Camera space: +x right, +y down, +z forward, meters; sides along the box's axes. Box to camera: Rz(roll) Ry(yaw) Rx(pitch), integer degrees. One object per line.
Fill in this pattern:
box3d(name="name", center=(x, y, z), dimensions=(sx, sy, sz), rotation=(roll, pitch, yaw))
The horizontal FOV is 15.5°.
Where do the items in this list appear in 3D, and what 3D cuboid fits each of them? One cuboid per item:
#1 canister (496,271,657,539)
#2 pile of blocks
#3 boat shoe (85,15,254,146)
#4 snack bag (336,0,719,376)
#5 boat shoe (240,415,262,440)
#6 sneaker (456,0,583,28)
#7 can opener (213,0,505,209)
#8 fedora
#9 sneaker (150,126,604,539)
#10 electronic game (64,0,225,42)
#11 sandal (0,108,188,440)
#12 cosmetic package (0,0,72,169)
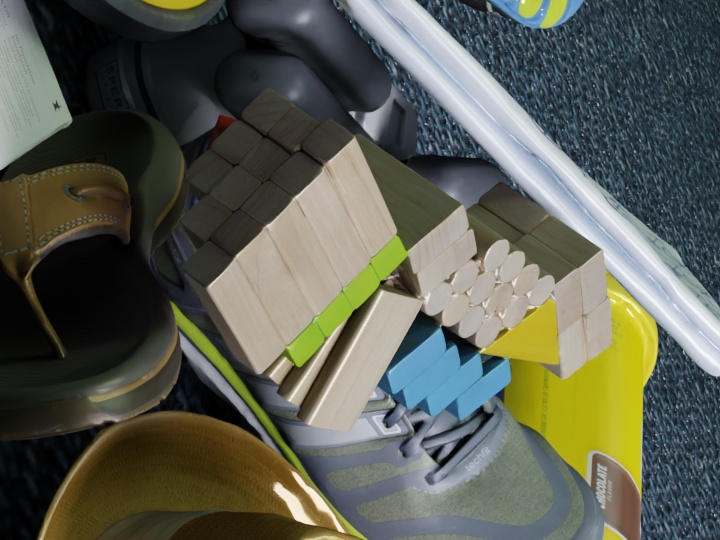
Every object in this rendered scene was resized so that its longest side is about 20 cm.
box3d(name="canister", center=(0.051, 0.102, 0.984), dimensions=(0.087, 0.149, 0.200), rotation=(20, 38, -9))
box3d(name="pile of blocks", center=(0.000, 0.000, 0.788), dimensions=(0.062, 0.082, 0.200), rotation=(36, 9, 35))
box3d(name="boat shoe", center=(-0.032, -0.056, 0.998), dimensions=(0.200, 0.067, 0.074), rotation=(-4, 77, -72))
box3d(name="snack bag", center=(0.047, -0.055, 0.924), dimensions=(0.189, 0.021, 0.200), rotation=(43, 5, -18))
box3d(name="boat shoe", center=(-0.011, 0.070, 0.943), dimensions=(0.066, 0.072, 0.200), rotation=(47, 24, -53))
box3d(name="sneaker", center=(0.001, -0.147, 0.898), dimensions=(0.200, 0.083, 0.071), rotation=(39, 72, -40))
box3d(name="can opener", center=(0.008, -0.053, 0.921), dimensions=(0.200, 0.067, 0.053), rotation=(40, 57, -73))
box3d(name="fedora", center=(-0.015, 0.131, 0.776), dimensions=(0.201, 0.082, 0.201), rotation=(27, 54, -46))
box3d(name="sneaker", center=(0.000, 0.031, 0.859), dimensions=(0.200, 0.081, 0.074), rotation=(39, 59, 3))
box3d(name="electronic game", center=(-0.089, -0.164, 0.791), dimensions=(0.200, 0.042, 0.200), rotation=(49, 32, -45))
box3d(name="sandal", center=(-0.088, -0.010, 0.755), dimensions=(0.200, 0.082, 0.055), rotation=(-79, 158, -62))
box3d(name="cosmetic package", center=(-0.150, -0.117, 0.729), dimensions=(0.200, 0.051, 0.083), rotation=(69, 21, -10))
